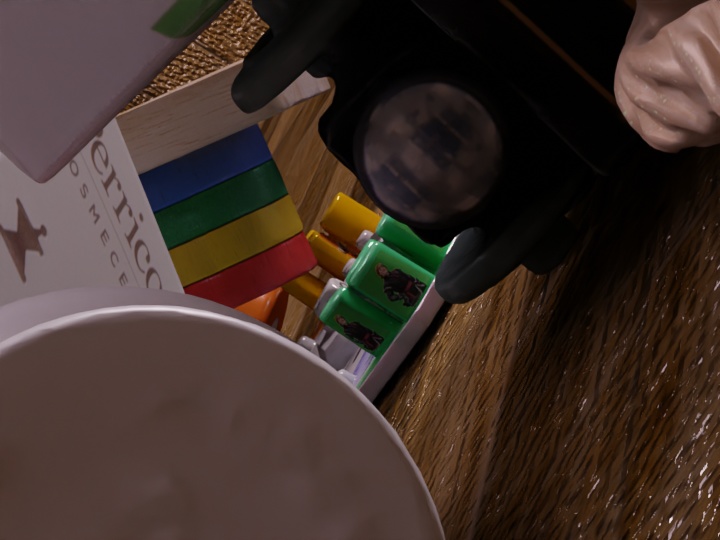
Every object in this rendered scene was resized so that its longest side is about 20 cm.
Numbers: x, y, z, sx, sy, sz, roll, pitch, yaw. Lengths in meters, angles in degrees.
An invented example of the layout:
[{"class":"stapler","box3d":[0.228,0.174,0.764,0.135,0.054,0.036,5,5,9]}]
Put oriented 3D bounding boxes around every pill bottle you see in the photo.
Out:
[{"class":"pill bottle","box3d":[-0.046,0.060,0.529,0.110,0.109,0.200,-59,5,-9]}]

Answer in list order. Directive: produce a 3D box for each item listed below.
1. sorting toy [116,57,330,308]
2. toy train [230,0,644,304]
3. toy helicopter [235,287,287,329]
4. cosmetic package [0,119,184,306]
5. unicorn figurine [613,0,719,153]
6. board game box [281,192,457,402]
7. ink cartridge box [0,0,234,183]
[{"class":"sorting toy","box3d":[-0.100,0.000,0.954,0.199,0.070,0.199,-23,3,5]},{"class":"toy train","box3d":[0.041,-0.067,0.654,0.114,0.085,0.200,-45,7,17]},{"class":"toy helicopter","box3d":[-0.075,0.049,1.178,0.200,0.078,0.133,-25,-46,-82]},{"class":"cosmetic package","box3d":[-0.142,0.069,0.755,0.165,0.168,0.200,-11,26,20]},{"class":"unicorn figurine","box3d":[0.078,-0.111,0.518,0.201,0.074,0.137,-62,3,-15]},{"class":"board game box","box3d":[0.000,0.000,0.928,0.200,0.026,0.200,-55,6,44]},{"class":"ink cartridge box","box3d":[-0.008,-0.131,0.605,0.200,0.084,0.146,-48,6,-36]}]
